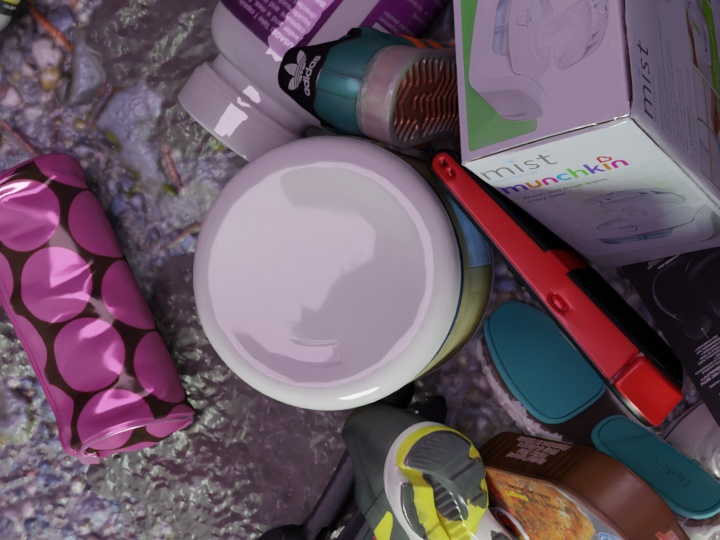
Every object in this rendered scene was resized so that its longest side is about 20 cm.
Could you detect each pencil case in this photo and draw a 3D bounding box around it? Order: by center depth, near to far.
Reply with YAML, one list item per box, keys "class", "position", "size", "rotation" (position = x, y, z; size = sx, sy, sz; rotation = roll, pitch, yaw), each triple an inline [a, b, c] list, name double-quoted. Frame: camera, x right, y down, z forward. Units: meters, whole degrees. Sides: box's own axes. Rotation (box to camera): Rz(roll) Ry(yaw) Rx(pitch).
- class: "pencil case"
  position: [-0.188, 0.029, 0.910]
  size: [0.094, 0.091, 0.200]
  rotation: [-25, 82, -23]

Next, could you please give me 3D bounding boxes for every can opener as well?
- class: "can opener"
  position: [-0.009, 0.158, 0.884]
  size: [0.063, 0.079, 0.200]
  rotation: [38, 90, 18]

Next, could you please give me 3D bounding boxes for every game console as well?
- class: "game console"
  position: [0.112, 0.007, 0.780]
  size: [0.031, 0.200, 0.177]
  rotation: [-45, 81, 9]

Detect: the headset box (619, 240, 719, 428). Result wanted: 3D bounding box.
- class: "headset box"
  position: [0.246, 0.024, 0.757]
  size: [0.149, 0.077, 0.200]
  rotation: [-35, 42, 11]

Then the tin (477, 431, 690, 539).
- class: "tin"
  position: [0.124, 0.148, 0.790]
  size: [0.042, 0.200, 0.112]
  rotation: [-34, 102, -18]

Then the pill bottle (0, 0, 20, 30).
- class: "pill bottle"
  position: [-0.239, -0.267, 0.904]
  size: [0.111, 0.111, 0.200]
  rotation: [30, 97, 11]

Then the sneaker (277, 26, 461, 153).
- class: "sneaker"
  position: [0.022, -0.107, 0.804]
  size: [0.080, 0.200, 0.071]
  rotation: [20, 98, 21]

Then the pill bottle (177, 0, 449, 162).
- class: "pill bottle"
  position: [-0.020, -0.160, 0.854]
  size: [0.112, 0.112, 0.200]
  rotation: [41, 99, 9]

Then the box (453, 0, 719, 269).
- class: "box"
  position: [0.131, -0.126, 0.748]
  size: [0.097, 0.176, 0.200]
  rotation: [-14, 66, 31]

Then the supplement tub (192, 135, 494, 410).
- class: "supplement tub"
  position: [0.000, 0.000, 0.806]
  size: [0.144, 0.200, 0.145]
  rotation: [0, 91, 13]

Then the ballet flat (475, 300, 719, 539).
- class: "ballet flat"
  position: [0.134, 0.103, 0.829]
  size: [0.072, 0.072, 0.200]
  rotation: [-49, 55, 9]

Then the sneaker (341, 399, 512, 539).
- class: "sneaker"
  position: [0.044, 0.153, 0.843]
  size: [0.074, 0.200, 0.085]
  rotation: [-28, 39, -20]

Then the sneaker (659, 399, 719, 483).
- class: "sneaker"
  position: [0.230, 0.095, 0.820]
  size: [0.073, 0.071, 0.200]
  rotation: [42, 100, 9]
